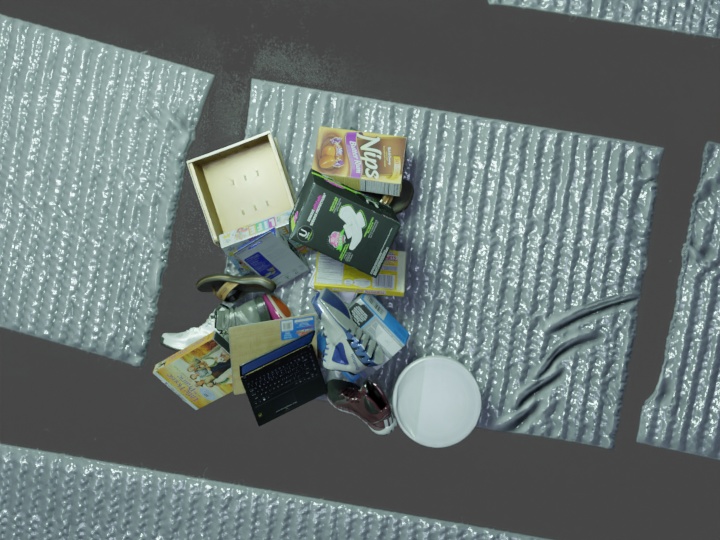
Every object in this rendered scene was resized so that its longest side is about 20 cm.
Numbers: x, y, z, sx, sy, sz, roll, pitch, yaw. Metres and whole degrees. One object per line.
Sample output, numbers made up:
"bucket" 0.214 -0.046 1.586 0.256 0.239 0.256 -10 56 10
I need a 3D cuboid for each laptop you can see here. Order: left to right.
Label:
"laptop" -0.159 0.232 1.655 0.174 0.103 0.205 -23 113 -15

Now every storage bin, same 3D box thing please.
"storage bin" -0.254 -0.176 1.728 0.195 0.094 0.204 -19 93 3

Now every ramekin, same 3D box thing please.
"ramekin" 0.169 0.285 1.745 0.196 0.094 0.209 0 95 2

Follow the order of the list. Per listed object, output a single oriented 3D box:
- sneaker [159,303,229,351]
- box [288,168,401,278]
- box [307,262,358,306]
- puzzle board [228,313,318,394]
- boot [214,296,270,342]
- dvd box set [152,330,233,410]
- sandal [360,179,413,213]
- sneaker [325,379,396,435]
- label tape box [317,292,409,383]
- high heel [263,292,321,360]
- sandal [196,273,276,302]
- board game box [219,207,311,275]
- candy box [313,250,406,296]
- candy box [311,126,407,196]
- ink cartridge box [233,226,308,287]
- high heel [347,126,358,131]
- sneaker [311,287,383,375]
"sneaker" -0.353 0.131 1.772 0.194 0.076 0.119 7 87 -7
"box" -0.036 -0.098 1.581 0.196 0.149 0.127 24 104 -14
"box" -0.028 -0.034 1.746 0.114 0.060 0.204 23 94 0
"puzzle board" -0.188 0.180 1.695 0.195 0.017 0.155 -9 108 -21
"boot" -0.251 0.168 1.739 0.128 0.068 0.205 -20 98 -12
"dvd box set" -0.345 0.225 1.727 0.197 0.030 0.147 -28 120 27
"sandal" 0.031 -0.164 1.695 0.195 0.055 0.083 -9 62 -20
"sneaker" -0.002 0.268 1.710 0.197 0.117 0.076 26 52 30
"label tape box" -0.009 0.161 1.719 0.144 0.063 0.200 45 116 -5
"high heel" -0.180 0.151 1.766 0.095 0.067 0.202 -37 87 18
"sandal" -0.281 0.045 1.732 0.194 0.082 0.056 3 72 15
"board game box" -0.197 -0.064 1.715 0.195 0.135 0.035 -20 60 4
"candy box" 0.000 0.000 1.680 0.194 0.027 0.104 5 57 1
"candy box" -0.002 -0.235 1.665 0.194 0.057 0.120 8 66 2
"ink cartridge box" -0.195 -0.033 1.688 0.098 0.200 0.040 -28 60 7
"high heel" -0.007 -0.203 1.725 0.140 0.071 0.203 28 86 6
"sneaker" -0.053 0.149 1.647 0.114 0.081 0.201 -37 98 23
